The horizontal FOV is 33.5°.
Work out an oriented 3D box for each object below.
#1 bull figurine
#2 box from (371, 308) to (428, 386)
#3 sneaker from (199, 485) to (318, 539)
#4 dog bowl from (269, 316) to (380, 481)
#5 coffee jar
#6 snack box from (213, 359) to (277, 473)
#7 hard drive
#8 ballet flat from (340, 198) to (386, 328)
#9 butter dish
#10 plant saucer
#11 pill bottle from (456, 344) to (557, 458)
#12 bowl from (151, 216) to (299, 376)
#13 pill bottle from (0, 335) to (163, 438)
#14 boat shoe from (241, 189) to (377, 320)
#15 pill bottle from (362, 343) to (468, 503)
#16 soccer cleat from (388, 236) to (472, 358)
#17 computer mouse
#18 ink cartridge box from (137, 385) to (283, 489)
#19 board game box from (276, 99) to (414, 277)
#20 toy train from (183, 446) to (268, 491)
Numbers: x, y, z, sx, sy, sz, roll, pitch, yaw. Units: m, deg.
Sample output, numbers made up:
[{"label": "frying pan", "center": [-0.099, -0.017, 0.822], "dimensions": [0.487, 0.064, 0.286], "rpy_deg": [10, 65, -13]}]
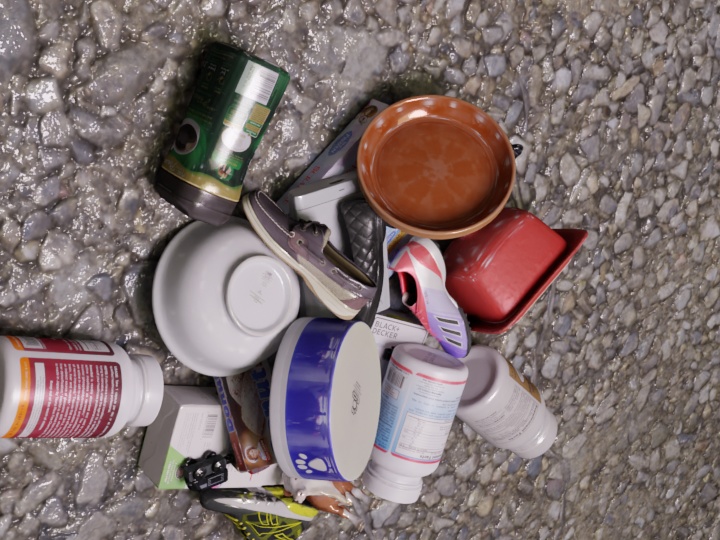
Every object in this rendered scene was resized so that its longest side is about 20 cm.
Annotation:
[{"label": "bull figurine", "center": [-0.040, 0.301, 1.623], "dimensions": [0.065, 0.121, 0.200], "rpy_deg": [-58, 170, -3]}, {"label": "box", "center": [0.005, 0.150, 1.672], "dimensions": [0.116, 0.060, 0.201], "rpy_deg": [18, 97, -41]}, {"label": "sneaker", "center": [-0.142, 0.338, 1.630], "dimensions": [0.199, 0.074, 0.085], "rpy_deg": [21, 96, -41]}, {"label": "dog bowl", "center": [-0.040, 0.159, 1.481], "dimensions": [0.200, 0.078, 0.202], "rpy_deg": [2, 90, -71]}, {"label": "coffee jar", "center": [-0.162, -0.156, 1.383], "dimensions": [0.085, 0.104, 0.201], "rpy_deg": [20, 97, -38]}, {"label": "snack box", "center": [-0.144, 0.149, 1.508], "dimensions": [0.072, 0.024, 0.201], "rpy_deg": [-11, 80, -35]}, {"label": "hard drive", "center": [-0.025, -0.024, 1.543], "dimensions": [0.131, 0.027, 0.201], "rpy_deg": [-20, 122, -28]}, {"label": "ballet flat", "center": [0.000, 0.000, 1.531], "dimensions": [0.067, 0.056, 0.201], "rpy_deg": [-60, 156, -64]}, {"label": "butter dish", "center": [0.182, -0.024, 1.676], "dimensions": [0.148, 0.200, 0.200], "rpy_deg": [46, 77, -17]}, {"label": "plant saucer", "center": [0.093, -0.128, 1.494], "dimensions": [0.200, 0.200, 0.032], "rpy_deg": [-38, 162, -18]}, {"label": "pill bottle", "center": [0.217, 0.207, 1.823], "dimensions": [0.115, 0.114, 0.200], "rpy_deg": [-54, 131, -6]}, {"label": "bowl", "center": [-0.144, 0.031, 1.447], "dimensions": [0.200, 0.090, 0.203], "rpy_deg": [0, 90, -39]}, {"label": "pill bottle", "center": [-0.333, 0.136, 1.371], "dimensions": [0.199, 0.113, 0.114], "rpy_deg": [7, 105, -38]}, {"label": "boat shoe", "center": [-0.060, -0.029, 1.449], "dimensions": [0.065, 0.072, 0.200], "rpy_deg": [-40, 98, 19]}, {"label": "pill bottle", "center": [0.069, 0.209, 1.635], "dimensions": [0.108, 0.109, 0.201], "rpy_deg": [8, 104, -39]}, {"label": "soccer cleat", "center": [0.094, 0.049, 1.634], "dimensions": [0.073, 0.068, 0.201], "rpy_deg": [-38, 124, -26]}, {"label": "computer mouse", "center": [0.107, -0.117, 1.564], "dimensions": [0.199, 0.139, 0.053], "rpy_deg": [-25, 79, -24]}, {"label": "ink cartridge box", "center": [-0.177, 0.217, 1.555], "dimensions": [0.199, 0.067, 0.118], "rpy_deg": [8, 104, -39]}, {"label": "board game box", "center": [0.009, -0.086, 1.585], "dimensions": [0.200, 0.041, 0.200], "rpy_deg": [-47, 130, -11]}, {"label": "toy train", "center": [-0.135, 0.238, 1.529], "dimensions": [0.199, 0.034, 0.046], "rpy_deg": [-17, 121, -32]}]
